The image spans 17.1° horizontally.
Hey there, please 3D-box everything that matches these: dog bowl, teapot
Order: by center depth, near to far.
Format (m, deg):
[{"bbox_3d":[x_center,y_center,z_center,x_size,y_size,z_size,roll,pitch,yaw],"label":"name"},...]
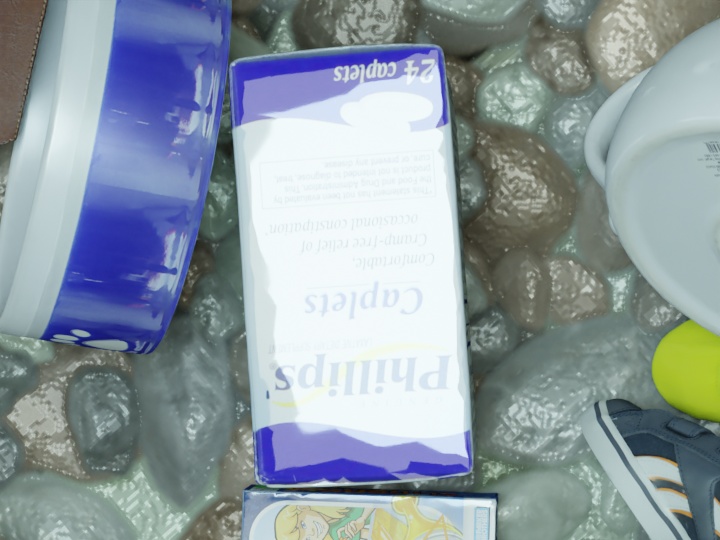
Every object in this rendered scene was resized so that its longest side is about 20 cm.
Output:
[{"bbox_3d":[0.219,-0.060,1.151,0.199,0.198,0.146,30,57,3],"label":"teapot"},{"bbox_3d":[-0.124,-0.062,1.176,0.078,0.200,0.202,11,90,-12],"label":"dog bowl"}]

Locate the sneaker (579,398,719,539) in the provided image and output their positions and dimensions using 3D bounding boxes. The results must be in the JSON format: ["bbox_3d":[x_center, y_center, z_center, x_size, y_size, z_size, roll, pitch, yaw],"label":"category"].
[{"bbox_3d":[0.178,0.119,1.170,0.079,0.200,0.078,-38,130,6],"label":"sneaker"}]

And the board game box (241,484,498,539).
[{"bbox_3d":[0.003,0.215,1.248,0.134,0.034,0.202,1,90,5],"label":"board game box"}]

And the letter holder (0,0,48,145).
[{"bbox_3d":[-0.231,-0.154,1.151,0.101,0.142,0.201,43,132,28],"label":"letter holder"}]

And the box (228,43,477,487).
[{"bbox_3d":[0.000,0.000,1.176,0.104,0.184,0.202,-4,89,4],"label":"box"}]

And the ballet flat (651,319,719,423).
[{"bbox_3d":[0.248,0.052,1.210,0.198,0.067,0.067,3,97,5],"label":"ballet flat"}]
